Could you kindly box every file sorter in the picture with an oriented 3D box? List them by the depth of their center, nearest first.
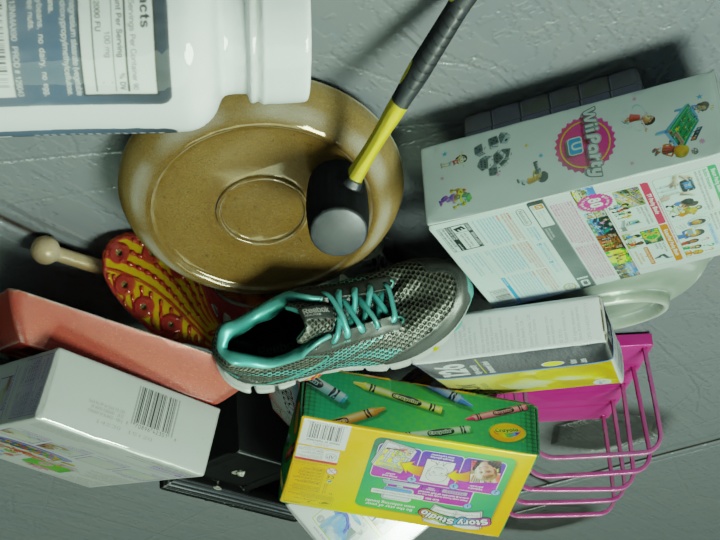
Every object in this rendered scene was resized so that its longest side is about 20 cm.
[{"bbox_3d":[0.213,0.164,1.299,0.138,0.126,0.200,-2,153,-4],"label":"file sorter"}]

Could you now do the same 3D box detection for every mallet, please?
[{"bbox_3d":[0.021,-0.092,0.784,0.041,0.066,0.200,22,129,-18],"label":"mallet"}]

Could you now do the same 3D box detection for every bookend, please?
[{"bbox_3d":[-0.065,0.172,1.305,0.199,0.093,0.198,-25,146,33],"label":"bookend"}]

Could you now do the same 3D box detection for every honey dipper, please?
[{"bbox_3d":[-0.172,0.007,1.037,0.199,0.038,0.038,21,144,-34],"label":"honey dipper"}]

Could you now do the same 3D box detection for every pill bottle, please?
[{"bbox_3d":[-0.128,-0.131,0.675,0.199,0.120,0.120,-2,153,-6],"label":"pill bottle"}]

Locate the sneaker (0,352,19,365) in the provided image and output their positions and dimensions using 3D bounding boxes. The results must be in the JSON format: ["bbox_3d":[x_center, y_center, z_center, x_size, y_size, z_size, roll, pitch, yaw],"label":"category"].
[{"bbox_3d":[-0.253,0.103,1.161,0.199,0.076,0.079,19,147,-38],"label":"sneaker"}]

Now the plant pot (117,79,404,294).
[{"bbox_3d":[-0.068,-0.048,0.887,0.199,0.028,0.201,-3,136,-3],"label":"plant pot"}]

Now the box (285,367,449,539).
[{"bbox_3d":[0.036,0.178,1.195,0.200,0.102,0.112,-39,-173,-1],"label":"box"}]

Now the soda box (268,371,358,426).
[{"bbox_3d":[-0.045,0.090,1.155,0.068,0.064,0.200,-41,159,-16],"label":"soda box"}]

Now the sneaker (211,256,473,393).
[{"bbox_3d":[-0.016,0.040,0.913,0.199,0.078,0.091,-20,168,6],"label":"sneaker"}]

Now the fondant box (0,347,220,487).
[{"bbox_3d":[-0.225,0.122,1.015,0.144,0.059,0.200,26,154,-31],"label":"fondant box"}]

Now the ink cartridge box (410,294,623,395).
[{"bbox_3d":[0.104,0.069,1.030,0.199,0.047,0.198,-9,166,13],"label":"ink cartridge box"}]

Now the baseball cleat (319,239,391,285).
[{"bbox_3d":[0.000,0.000,1.007,0.199,0.070,0.106,20,144,-41],"label":"baseball cleat"}]

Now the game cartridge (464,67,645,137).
[{"bbox_3d":[0.168,-0.069,0.941,0.129,0.039,0.200,-11,153,21],"label":"game cartridge"}]

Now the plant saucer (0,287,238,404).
[{"bbox_3d":[-0.203,0.069,1.032,0.199,0.037,0.199,21,167,-19],"label":"plant saucer"}]

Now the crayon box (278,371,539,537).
[{"bbox_3d":[0.038,0.154,1.078,0.199,0.058,0.119,10,134,-6],"label":"crayon box"}]

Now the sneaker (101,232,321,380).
[{"bbox_3d":[-0.114,0.033,1.014,0.199,0.073,0.077,29,179,-9],"label":"sneaker"}]

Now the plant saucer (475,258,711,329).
[{"bbox_3d":[0.196,0.016,1.050,0.199,0.051,0.200,-8,164,-2],"label":"plant saucer"}]

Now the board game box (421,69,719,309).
[{"bbox_3d":[0.160,-0.049,0.877,0.199,0.065,0.148,-13,153,19],"label":"board game box"}]
